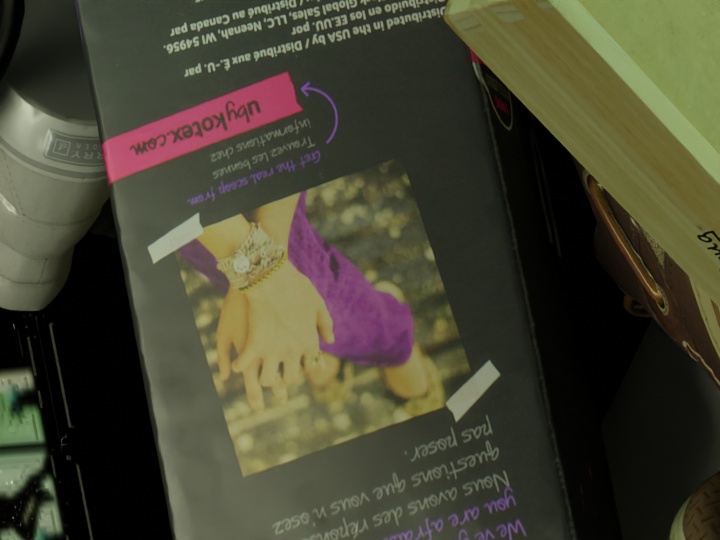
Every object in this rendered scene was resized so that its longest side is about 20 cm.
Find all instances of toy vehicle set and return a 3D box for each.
[{"bbox_3d":[0.107,-0.042,0.632,0.026,0.125,0.200,-13,134,44],"label":"toy vehicle set"}]

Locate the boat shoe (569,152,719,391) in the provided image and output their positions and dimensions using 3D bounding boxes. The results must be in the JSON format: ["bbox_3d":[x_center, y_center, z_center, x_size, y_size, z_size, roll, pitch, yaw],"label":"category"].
[{"bbox_3d":[0.095,-0.017,0.737,0.200,0.072,0.072,57,163,8],"label":"boat shoe"}]

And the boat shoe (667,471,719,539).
[{"bbox_3d":[0.145,0.138,0.727,0.200,0.072,0.076,46,140,7],"label":"boat shoe"}]

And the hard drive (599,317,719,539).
[{"bbox_3d":[0.122,0.067,0.783,0.132,0.025,0.201,42,126,30],"label":"hard drive"}]

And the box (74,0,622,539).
[{"bbox_3d":[0.000,0.000,0.775,0.106,0.122,0.201,-12,80,10],"label":"box"}]

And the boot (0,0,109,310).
[{"bbox_3d":[-0.131,-0.082,0.940,0.096,0.073,0.200,-61,39,40],"label":"boot"}]

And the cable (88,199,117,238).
[{"bbox_3d":[-0.052,-0.077,0.923,0.097,0.050,0.201,18,101,58],"label":"cable"}]

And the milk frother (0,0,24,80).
[{"bbox_3d":[-0.128,-0.146,0.787,0.180,0.188,0.201,9,76,34],"label":"milk frother"}]
